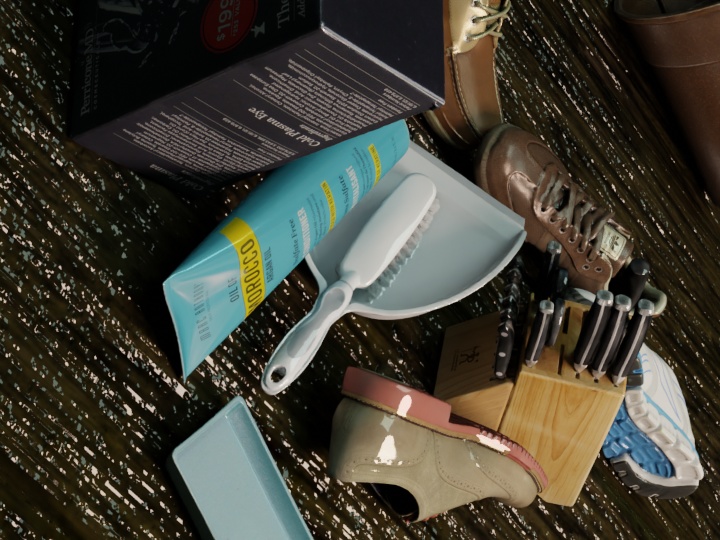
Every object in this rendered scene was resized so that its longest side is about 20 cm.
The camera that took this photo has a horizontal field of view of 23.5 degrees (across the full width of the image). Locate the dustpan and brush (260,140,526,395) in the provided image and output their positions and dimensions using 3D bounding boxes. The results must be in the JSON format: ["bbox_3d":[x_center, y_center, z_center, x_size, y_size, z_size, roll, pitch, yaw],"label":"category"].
[{"bbox_3d":[0.000,0.000,1.030,0.139,0.057,0.200,35,71,5],"label":"dustpan and brush"}]

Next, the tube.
[{"bbox_3d":[-0.046,-0.027,0.973,0.200,0.050,0.078,-48,144,-35],"label":"tube"}]

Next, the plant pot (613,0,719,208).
[{"bbox_3d":[0.341,-0.168,1.466,0.200,0.200,0.199,-47,120,-50],"label":"plant pot"}]

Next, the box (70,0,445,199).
[{"bbox_3d":[-0.057,-0.167,0.941,0.104,0.182,0.201,25,56,-45],"label":"box"}]

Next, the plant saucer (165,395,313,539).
[{"bbox_3d":[-0.045,0.172,0.950,0.070,0.019,0.200,-39,106,-52],"label":"plant saucer"}]

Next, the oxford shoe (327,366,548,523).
[{"bbox_3d":[0.044,0.121,1.065,0.200,0.070,0.075,30,79,-44],"label":"oxford shoe"}]

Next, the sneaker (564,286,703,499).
[{"bbox_3d":[0.188,0.076,1.263,0.200,0.075,0.087,56,31,-33],"label":"sneaker"}]

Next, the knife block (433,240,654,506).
[{"bbox_3d":[0.145,0.066,1.109,0.200,0.175,0.064,42,46,-34],"label":"knife block"}]

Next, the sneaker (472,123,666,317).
[{"bbox_3d":[0.155,-0.034,1.223,0.200,0.075,0.071,47,62,-41],"label":"sneaker"}]

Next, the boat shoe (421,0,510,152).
[{"bbox_3d":[0.063,-0.182,1.193,0.076,0.074,0.201,-26,99,-54],"label":"boat shoe"}]
